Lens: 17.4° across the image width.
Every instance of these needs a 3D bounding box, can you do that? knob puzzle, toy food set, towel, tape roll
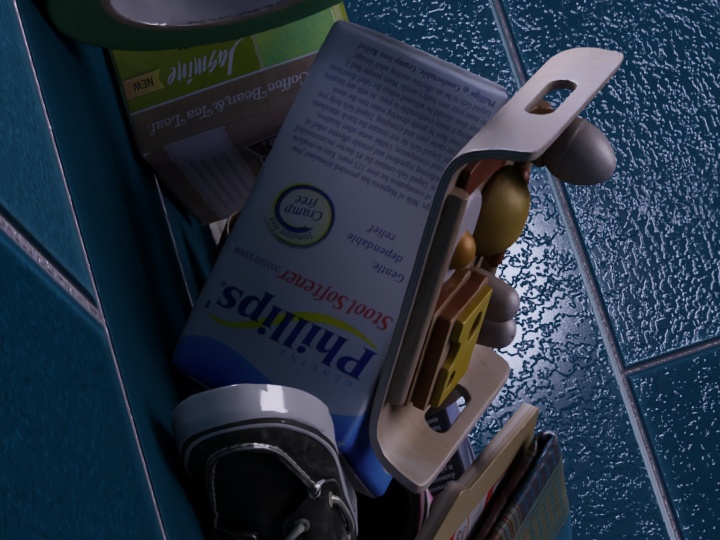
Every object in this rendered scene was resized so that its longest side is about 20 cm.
[{"bbox_3d":[0.032,0.192,1.387,0.030,0.221,0.220,27,-14,18],"label":"knob puzzle"},{"bbox_3d":[0.072,-0.001,1.162,0.144,0.060,0.201,-47,157,-57],"label":"toy food set"},{"bbox_3d":[0.088,0.193,1.461,0.022,0.147,0.200,26,-19,19],"label":"towel"},{"bbox_3d":[-0.059,-0.168,1.118,0.200,0.199,0.049,63,8,-76],"label":"tape roll"}]

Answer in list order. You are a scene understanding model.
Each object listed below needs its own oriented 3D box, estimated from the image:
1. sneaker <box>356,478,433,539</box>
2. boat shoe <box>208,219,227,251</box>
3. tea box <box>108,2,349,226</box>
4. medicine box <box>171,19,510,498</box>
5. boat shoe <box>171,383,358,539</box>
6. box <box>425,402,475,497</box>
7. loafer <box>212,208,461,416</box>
[{"bbox_3d":[0.007,0.100,1.432,0.086,0.080,0.202,1,73,-83],"label":"sneaker"},{"bbox_3d":[-0.081,-0.078,1.584,0.060,0.071,0.201,80,-3,-62],"label":"boat shoe"},{"bbox_3d":[-0.078,-0.153,1.394,0.200,0.133,0.198,60,12,-78],"label":"tea box"},{"bbox_3d":[0.000,0.000,1.242,0.201,0.102,0.182,-65,168,-9],"label":"medicine box"},{"bbox_3d":[-0.035,0.113,1.110,0.200,0.070,0.064,60,19,-60],"label":"boat shoe"},{"bbox_3d":[0.022,0.147,1.669,0.200,0.122,0.200,-98,171,-76],"label":"box"},{"bbox_3d":[-0.018,0.023,1.374,0.199,0.076,0.068,24,-34,33],"label":"loafer"}]
